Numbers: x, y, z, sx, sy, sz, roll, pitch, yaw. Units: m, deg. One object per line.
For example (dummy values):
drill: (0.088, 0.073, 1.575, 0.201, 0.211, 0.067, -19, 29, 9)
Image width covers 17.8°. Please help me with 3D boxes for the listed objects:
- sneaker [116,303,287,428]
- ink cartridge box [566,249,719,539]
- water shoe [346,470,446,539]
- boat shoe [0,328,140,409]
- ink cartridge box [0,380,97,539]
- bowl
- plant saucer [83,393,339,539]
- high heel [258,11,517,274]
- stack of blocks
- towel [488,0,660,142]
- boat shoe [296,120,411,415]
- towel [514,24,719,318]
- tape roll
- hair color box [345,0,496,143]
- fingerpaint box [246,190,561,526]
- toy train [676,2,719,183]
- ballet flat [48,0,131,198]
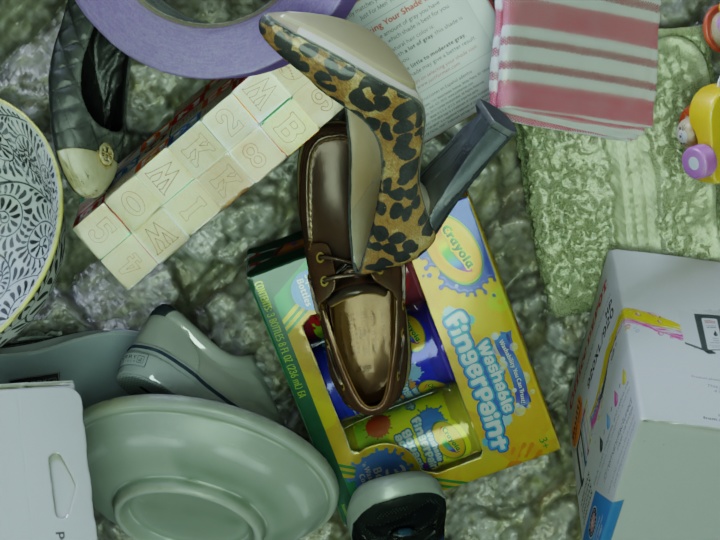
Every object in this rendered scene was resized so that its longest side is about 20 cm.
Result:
sneaker: (-0.084, 0.097, 1.631, 0.200, 0.073, 0.071, 43, 60, -33)
ink cartridge box: (0.230, 0.106, 1.571, 0.144, 0.200, 0.148, 9, 123, -6)
water shoe: (0.032, 0.215, 1.625, 0.071, 0.079, 0.200, -12, 145, -9)
boat shoe: (-0.221, 0.079, 1.627, 0.198, 0.068, 0.074, -10, 102, -25)
ink cartridge box: (-0.242, 0.176, 1.546, 0.082, 0.200, 0.148, -1, 66, -20)
bowl: (-0.274, -0.013, 1.569, 0.199, 0.094, 0.202, -7, 69, 18)
plant saucer: (-0.116, 0.158, 1.603, 0.199, 0.050, 0.201, 7, 147, 5)
high heel: (-0.014, -0.074, 1.436, 0.199, 0.072, 0.143, 26, 115, -33)
stack of blocks: (-0.100, -0.085, 1.563, 0.200, 0.115, 0.059, -40, 103, 9)
towel: (0.142, -0.191, 1.529, 0.146, 0.030, 0.201, 5, 87, -42)
boat shoe: (0.000, 0.000, 1.542, 0.072, 0.068, 0.201, -8, 102, 1)
towel: (0.184, -0.069, 1.621, 0.147, 0.037, 0.201, -8, 106, 1)
tape roll: (-0.091, -0.222, 1.454, 0.199, 0.066, 0.202, 1, 96, 9)
hair color box: (0.018, -0.190, 1.530, 0.111, 0.064, 0.201, -29, 106, 8)
fingerpaint box: (0.031, 0.057, 1.629, 0.166, 0.073, 0.201, -19, 106, 3)
toy train: (0.274, -0.109, 1.593, 0.150, 0.055, 0.201, 13, 90, -42)
ballet flat: (-0.168, -0.148, 1.536, 0.056, 0.066, 0.201, 1, 78, 26)
